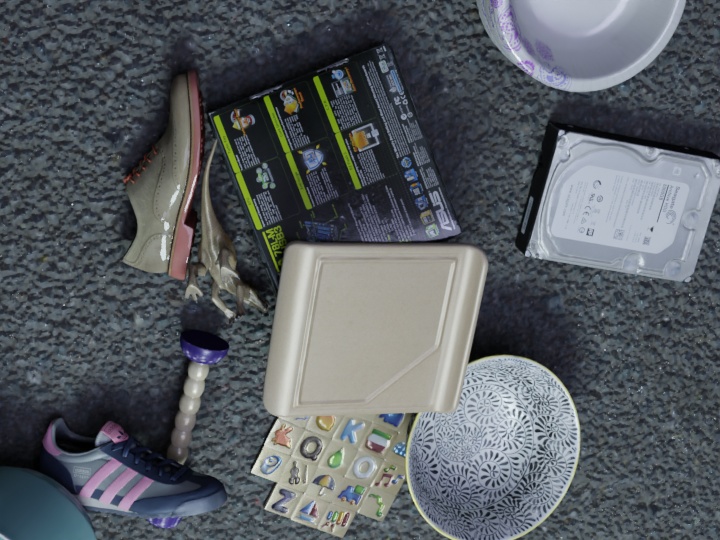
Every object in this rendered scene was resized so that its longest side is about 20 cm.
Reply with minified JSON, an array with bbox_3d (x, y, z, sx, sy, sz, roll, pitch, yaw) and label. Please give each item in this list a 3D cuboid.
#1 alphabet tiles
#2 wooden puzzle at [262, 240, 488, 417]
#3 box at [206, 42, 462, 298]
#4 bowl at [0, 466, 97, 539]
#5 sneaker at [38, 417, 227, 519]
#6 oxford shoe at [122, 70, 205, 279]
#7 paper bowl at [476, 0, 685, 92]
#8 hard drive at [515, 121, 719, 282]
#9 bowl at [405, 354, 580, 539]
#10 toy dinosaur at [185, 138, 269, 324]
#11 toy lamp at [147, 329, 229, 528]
[{"bbox_3d":[-0.017,0.182,1.792,0.165,0.006,0.201,23,102,-22],"label":"alphabet tiles"},{"bbox_3d":[0.012,0.055,1.629,0.198,0.037,0.187,2,116,-16],"label":"wooden puzzle"},{"bbox_3d":[-0.025,-0.092,1.631,0.192,0.048,0.202,-23,93,-6],"label":"box"},{"bbox_3d":[-0.334,0.269,1.649,0.202,0.199,0.105,60,44,-25],"label":"bowl"},{"bbox_3d":[-0.226,0.192,1.663,0.198,0.070,0.083,4,104,14],"label":"sneaker"},{"bbox_3d":[-0.188,-0.092,1.607,0.074,0.070,0.202,7,102,-3],"label":"oxford shoe"},{"bbox_3d":[0.206,-0.281,1.631,0.198,0.104,0.203,-6,111,-15],"label":"paper bowl"},{"bbox_3d":[0.272,-0.069,1.766,0.198,0.038,0.141,9,107,-20],"label":"hard drive"},{"bbox_3d":[0.122,0.176,1.774,0.199,0.094,0.203,-4,102,-21],"label":"bowl"},{"bbox_3d":[-0.139,-0.018,1.627,0.058,0.102,0.201,-9,129,9],"label":"toy dinosaur"},{"bbox_3d":[-0.178,0.164,1.710,0.058,0.058,0.202,10,108,-19],"label":"toy lamp"}]
